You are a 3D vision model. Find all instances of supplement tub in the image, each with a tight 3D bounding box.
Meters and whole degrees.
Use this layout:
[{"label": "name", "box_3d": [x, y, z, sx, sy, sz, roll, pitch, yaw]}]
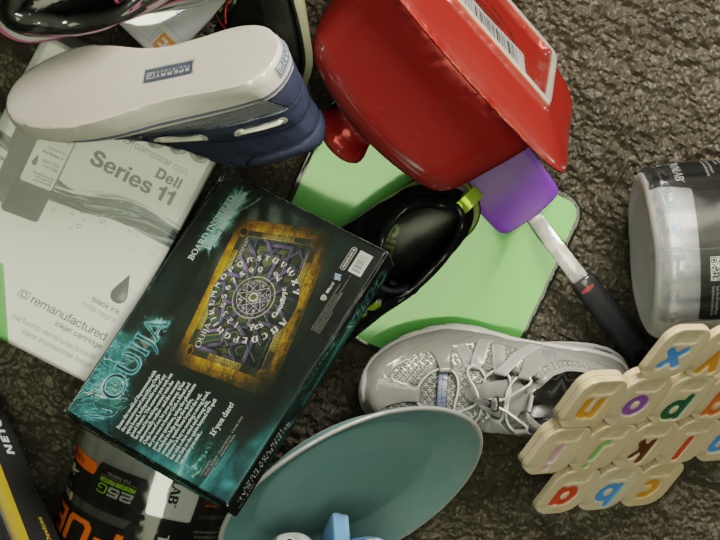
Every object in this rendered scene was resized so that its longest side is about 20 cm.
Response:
[{"label": "supplement tub", "box_3d": [0.291, -0.019, 1.476, 0.199, 0.123, 0.123, -4, 99, -2]}, {"label": "supplement tub", "box_3d": [-0.152, 0.186, 1.483, 0.122, 0.123, 0.201, 16, 97, -5]}]

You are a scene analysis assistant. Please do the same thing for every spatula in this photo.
[{"label": "spatula", "box_3d": [0.146, -0.007, 1.515, 0.056, 0.021, 0.200, -37, 100, 9]}]

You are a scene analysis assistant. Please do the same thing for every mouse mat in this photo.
[{"label": "mouse mat", "box_3d": [0.040, -0.016, 1.522, 0.200, 0.008, 0.161, 24, 97, -6]}]

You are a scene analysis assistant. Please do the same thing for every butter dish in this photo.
[{"label": "butter dish", "box_3d": [0.034, -0.128, 1.423, 0.148, 0.200, 0.200, -39, 101, 18]}]

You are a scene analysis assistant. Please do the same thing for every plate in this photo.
[{"label": "plate", "box_3d": [-0.010, 0.148, 1.475, 0.200, 0.200, 0.026, -30, 58, 2]}]

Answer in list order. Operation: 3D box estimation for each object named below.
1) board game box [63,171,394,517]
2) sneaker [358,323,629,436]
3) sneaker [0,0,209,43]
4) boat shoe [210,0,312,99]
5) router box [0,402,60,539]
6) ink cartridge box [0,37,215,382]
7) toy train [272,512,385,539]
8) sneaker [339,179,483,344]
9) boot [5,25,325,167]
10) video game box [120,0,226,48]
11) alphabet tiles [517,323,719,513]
[{"label": "board game box", "box_3d": [-0.086, 0.045, 1.414, 0.135, 0.028, 0.200, 28, 74, 20]}, {"label": "sneaker", "box_3d": [0.099, 0.079, 1.495, 0.199, 0.082, 0.075, -3, 101, -6]}, {"label": "sneaker", "box_3d": [-0.142, -0.190, 1.369, 0.200, 0.086, 0.081, -26, 106, -4]}, {"label": "boat shoe", "box_3d": [-0.065, -0.152, 1.407, 0.063, 0.201, 0.074, -9, 67, -6]}, {"label": "router box", "box_3d": [-0.282, 0.159, 1.412, 0.052, 0.157, 0.200, -42, 62, 26]}, {"label": "ink cartridge box", "box_3d": [-0.196, -0.045, 1.466, 0.146, 0.083, 0.200, 27, 95, -7]}, {"label": "toy train", "box_3d": [-0.042, 0.254, 1.486, 0.114, 0.087, 0.200, 11, 130, -16]}, {"label": "sneaker", "box_3d": [0.000, 0.000, 1.472, 0.200, 0.083, 0.072, -42, 98, 11]}, {"label": "boot", "box_3d": [-0.126, -0.098, 1.386, 0.199, 0.073, 0.090, -5, 144, 22]}, {"label": "video game box", "box_3d": [-0.128, -0.269, 1.423, 0.182, 0.047, 0.200, 43, 94, -15]}, {"label": "alphabet tiles", "box_3d": [0.206, 0.100, 1.473, 0.200, 0.015, 0.196, -1, 137, -35]}]
